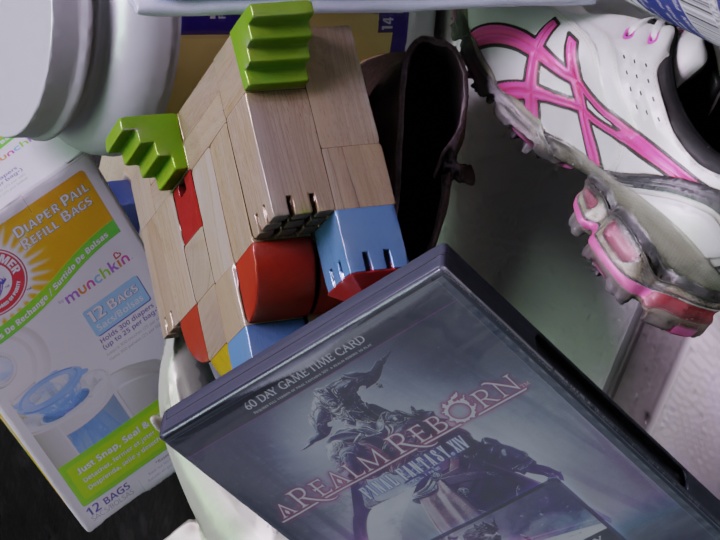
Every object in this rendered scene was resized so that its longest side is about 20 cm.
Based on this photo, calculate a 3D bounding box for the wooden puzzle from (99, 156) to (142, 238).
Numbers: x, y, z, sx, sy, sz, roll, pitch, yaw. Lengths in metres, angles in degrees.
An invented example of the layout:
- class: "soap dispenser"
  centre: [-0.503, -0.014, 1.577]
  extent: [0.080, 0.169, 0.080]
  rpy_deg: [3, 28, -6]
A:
- class: "wooden puzzle"
  centre: [-0.122, -0.041, 1.189]
  extent: [0.200, 0.046, 0.185]
  rpy_deg: [50, 135, 43]

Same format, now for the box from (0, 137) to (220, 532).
- class: "box"
  centre: [-0.162, 0.020, 1.049]
  extent: [0.101, 0.112, 0.200]
  rpy_deg: [41, 163, 51]

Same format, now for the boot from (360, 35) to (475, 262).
- class: "boot"
  centre: [0.000, 0.000, 0.868]
  extent: [0.166, 0.072, 0.200]
  rpy_deg: [180, 100, -83]

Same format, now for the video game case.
- class: "video game case"
  centre: [0.041, 0.086, 0.776]
  extent: [0.143, 0.200, 0.019]
  rpy_deg: [-32, 33, 28]

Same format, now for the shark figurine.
- class: "shark figurine"
  centre: [-0.063, 0.076, 1.021]
  extent: [0.128, 0.089, 0.215]
  rpy_deg: [-17, 87, 24]

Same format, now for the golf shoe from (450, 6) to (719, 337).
- class: "golf shoe"
  centre: [0.108, -0.070, 0.796]
  extent: [0.092, 0.073, 0.200]
  rpy_deg: [-51, 50, 25]

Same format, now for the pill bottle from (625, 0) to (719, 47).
- class: "pill bottle"
  centre: [0.123, -0.146, 0.712]
  extent: [0.200, 0.111, 0.111]
  rpy_deg: [39, 126, 50]

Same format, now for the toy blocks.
- class: "toy blocks"
  centre: [-0.037, -0.004, 0.806]
  extent: [0.200, 0.100, 0.137]
  rpy_deg: [136, 123, -61]

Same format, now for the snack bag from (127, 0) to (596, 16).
- class: "snack bag"
  centre: [-0.013, -0.153, 0.835]
  extent: [0.200, 0.188, 0.021]
  rpy_deg: [-113, 22, -57]

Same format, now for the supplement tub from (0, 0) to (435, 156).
- class: "supplement tub"
  centre: [-0.081, -0.129, 0.962]
  extent: [0.145, 0.200, 0.145]
  rpy_deg: [13, 106, 57]
